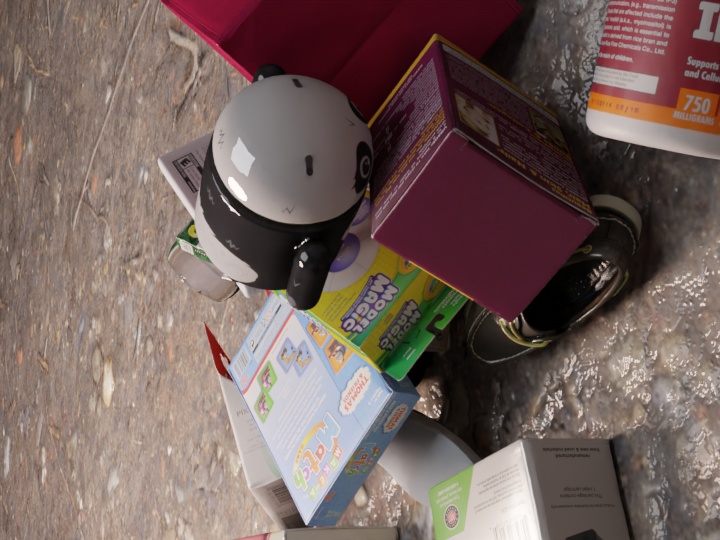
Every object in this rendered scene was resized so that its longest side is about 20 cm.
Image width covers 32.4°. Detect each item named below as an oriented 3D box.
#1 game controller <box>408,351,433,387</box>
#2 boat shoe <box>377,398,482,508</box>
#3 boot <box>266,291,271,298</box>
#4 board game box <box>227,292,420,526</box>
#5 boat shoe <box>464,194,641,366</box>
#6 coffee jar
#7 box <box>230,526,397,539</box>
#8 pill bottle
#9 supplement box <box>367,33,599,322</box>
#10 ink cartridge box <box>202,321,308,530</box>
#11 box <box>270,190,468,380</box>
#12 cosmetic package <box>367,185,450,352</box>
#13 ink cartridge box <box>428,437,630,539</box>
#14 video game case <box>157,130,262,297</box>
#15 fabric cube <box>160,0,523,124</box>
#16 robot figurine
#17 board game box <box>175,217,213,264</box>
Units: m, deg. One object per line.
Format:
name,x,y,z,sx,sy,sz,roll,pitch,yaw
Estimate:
game controller,0.010,0.077,1.223,0.200,0.042,0.105,-25,65,57
boat shoe,0.045,0.148,1.118,0.201,0.086,0.075,24,112,29
boot,-0.053,0.034,1.319,0.200,0.072,0.145,149,120,-66
board game box,-0.039,0.097,1.081,0.152,0.036,0.200,-58,41,24
boat shoe,0.137,0.021,0.949,0.201,0.071,0.061,-50,14,45
coffee jar,-0.119,-0.068,1.340,0.200,0.085,0.104,-56,9,-29
box,-0.061,0.317,1.230,0.200,0.127,0.110,-28,61,56
pill bottle,0.219,-0.179,0.798,0.113,0.112,0.201,28,112,59
supplement box,0.084,-0.075,0.934,0.103,0.131,0.200,-51,18,23
ink cartridge box,-0.104,0.164,1.321,0.161,0.050,0.201,70,-178,-59
box,0.000,0.000,1.027,0.117,0.048,0.200,-51,49,-7
cosmetic package,0.035,-0.032,1.118,0.103,0.073,0.201,-1,76,52
ink cartridge box,0.133,0.242,0.929,0.145,0.084,0.201,-41,51,53
video game case,-0.081,-0.084,1.244,0.200,0.182,0.023,53,163,33
fabric cube,-0.022,-0.232,1.080,0.200,0.200,0.196,-48,32,3
robot figurine,-0.059,-0.062,0.945,0.150,0.125,0.200,38,151,7
board game box,-0.089,-0.079,1.267,0.104,0.200,0.024,25,150,19
